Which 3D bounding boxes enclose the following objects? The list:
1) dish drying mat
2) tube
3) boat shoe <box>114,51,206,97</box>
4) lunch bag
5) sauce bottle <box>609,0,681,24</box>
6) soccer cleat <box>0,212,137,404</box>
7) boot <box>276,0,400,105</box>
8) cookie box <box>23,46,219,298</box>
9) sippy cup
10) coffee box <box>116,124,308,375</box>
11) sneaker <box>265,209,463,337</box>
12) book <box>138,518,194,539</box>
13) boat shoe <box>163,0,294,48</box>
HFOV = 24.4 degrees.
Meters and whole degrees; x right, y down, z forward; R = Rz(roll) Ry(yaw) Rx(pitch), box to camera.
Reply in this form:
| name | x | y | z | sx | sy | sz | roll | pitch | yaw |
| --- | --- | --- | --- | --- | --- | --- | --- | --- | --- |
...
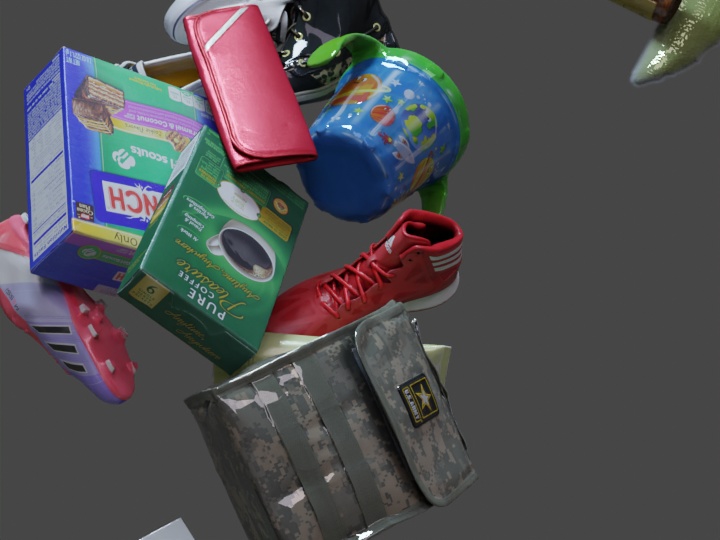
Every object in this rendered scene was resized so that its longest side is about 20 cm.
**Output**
| name | x | y | z | sx | sy | sz | roll | pitch | yaw |
| --- | --- | --- | --- | --- | --- | --- | --- | --- | --- |
| dish drying mat | -0.101 | -0.165 | 1.479 | 0.076 | 0.018 | 0.201 | -10 | 49 | -15 |
| tube | -0.025 | 0.083 | 1.414 | 0.199 | 0.058 | 0.052 | 6 | 81 | -3 |
| boat shoe | -0.214 | -0.168 | 1.564 | 0.199 | 0.070 | 0.071 | -12 | 57 | -14 |
| lunch bag | -0.011 | 0.131 | 1.331 | 0.199 | 0.118 | 0.165 | -24 | 90 | -23 |
| sauce bottle | 0.244 | -0.325 | 1.734 | 0.199 | 0.066 | 0.066 | 30 | 57 | 11 |
| soccer cleat | -0.262 | 0.041 | 1.429 | 0.076 | 0.067 | 0.200 | -39 | 73 | 14 |
| boot | -0.060 | -0.236 | 1.584 | 0.203 | 0.073 | 0.155 | -18 | 99 | -25 |
| cookie box | -0.201 | -0.076 | 1.458 | 0.171 | 0.075 | 0.201 | 17 | 49 | -35 |
| sippy cup | 0.012 | -0.112 | 1.499 | 0.177 | 0.140 | 0.130 | 36 | 43 | 5 |
| coffee box | -0.120 | -0.020 | 1.396 | 0.123 | 0.044 | 0.201 | 36 | 39 | -19 |
| sneaker | 0.000 | 0.000 | 1.448 | 0.199 | 0.116 | 0.078 | -24 | 62 | -21 |
| book | -0.190 | 0.295 | 1.270 | 0.199 | 0.048 | 0.134 | -27 | 67 | -25 |
| boat shoe | -0.092 | -0.250 | 1.641 | 0.199 | 0.072 | 0.066 | -12 | 53 | -25 |
